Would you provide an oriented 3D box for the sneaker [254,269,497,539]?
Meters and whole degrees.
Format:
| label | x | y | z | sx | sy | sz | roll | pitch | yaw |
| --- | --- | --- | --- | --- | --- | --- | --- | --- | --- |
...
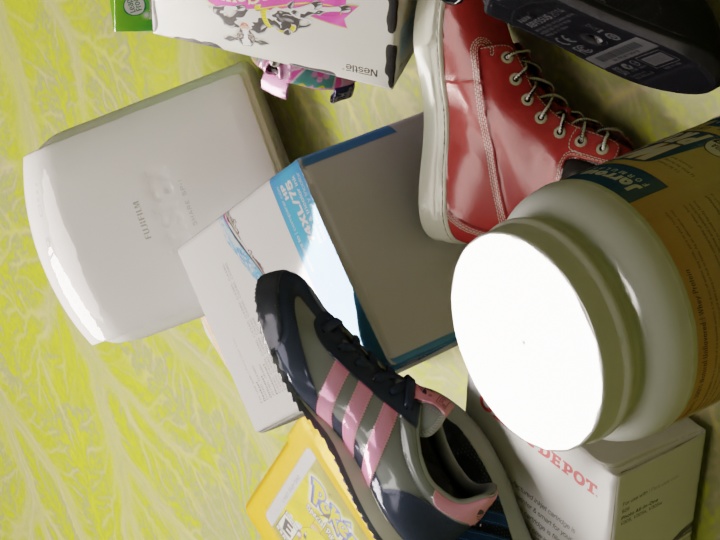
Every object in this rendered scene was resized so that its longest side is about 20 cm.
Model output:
| label | x | y | z | sx | sy | sz | roll | pitch | yaw |
| --- | --- | --- | --- | --- | --- | --- | --- | --- | --- |
| sneaker | 0.012 | 0.076 | 1.394 | 0.082 | 0.070 | 0.201 | -28 | 98 | 24 |

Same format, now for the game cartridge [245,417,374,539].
| label | x | y | z | sx | sy | sz | roll | pitch | yaw |
| --- | --- | --- | --- | --- | --- | --- | --- | --- | --- |
| game cartridge | -0.010 | 0.205 | 1.780 | 0.177 | 0.032 | 0.200 | 56 | 147 | 19 |

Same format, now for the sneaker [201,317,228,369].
| label | x | y | z | sx | sy | sz | roll | pitch | yaw |
| --- | --- | --- | --- | --- | --- | --- | --- | --- | --- |
| sneaker | -0.108 | 0.011 | 1.772 | 0.080 | 0.073 | 0.201 | -30 | 83 | 60 |

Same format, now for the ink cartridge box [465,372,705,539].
| label | x | y | z | sx | sy | sz | roll | pitch | yaw |
| --- | --- | --- | --- | --- | --- | --- | --- | --- | --- |
| ink cartridge box | 0.138 | 0.158 | 1.478 | 0.146 | 0.084 | 0.201 | 38 | 137 | 40 |

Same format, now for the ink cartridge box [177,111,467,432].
| label | x | y | z | sx | sy | sz | roll | pitch | yaw |
| --- | --- | --- | --- | --- | --- | --- | --- | --- | --- |
| ink cartridge box | 0.000 | 0.000 | 1.534 | 0.200 | 0.146 | 0.147 | -31 | 82 | 57 |

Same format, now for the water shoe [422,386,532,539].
| label | x | y | z | sx | sy | sz | roll | pitch | yaw |
| --- | --- | --- | --- | --- | --- | --- | --- | --- | --- |
| water shoe | 0.059 | 0.167 | 1.448 | 0.201 | 0.079 | 0.072 | 61 | 148 | 14 |

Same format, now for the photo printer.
| label | x | y | z | sx | sy | sz | roll | pitch | yaw |
| --- | --- | --- | --- | --- | --- | --- | --- | --- | --- |
| photo printer | -0.145 | -0.044 | 1.689 | 0.069 | 0.199 | 0.167 | -31 | -79 | -81 |

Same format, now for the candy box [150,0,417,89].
| label | x | y | z | sx | sy | sz | roll | pitch | yaw |
| --- | --- | --- | --- | --- | --- | --- | --- | --- | --- |
| candy box | -0.043 | -0.224 | 1.391 | 0.167 | 0.072 | 0.201 | 14 | 134 | 14 |

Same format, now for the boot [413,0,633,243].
| label | x | y | z | sx | sy | sz | roll | pitch | yaw |
| --- | --- | --- | --- | --- | --- | --- | --- | --- | --- |
| boot | 0.108 | -0.112 | 1.390 | 0.144 | 0.072 | 0.201 | 4 | 103 | 33 |

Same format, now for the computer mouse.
| label | x | y | z | sx | sy | sz | roll | pitch | yaw |
| --- | --- | --- | --- | --- | --- | --- | --- | --- | --- |
| computer mouse | 0.123 | -0.159 | 1.262 | 0.138 | 0.199 | 0.053 | -10 | 59 | 66 |

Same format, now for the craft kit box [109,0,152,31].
| label | x | y | z | sx | sy | sz | roll | pitch | yaw |
| --- | --- | --- | --- | --- | --- | --- | --- | --- | --- |
| craft kit box | -0.163 | -0.302 | 1.617 | 0.200 | 0.048 | 0.198 | -106 | 13 | -56 |

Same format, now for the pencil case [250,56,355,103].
| label | x | y | z | sx | sy | sz | roll | pitch | yaw |
| --- | --- | --- | --- | --- | --- | --- | --- | --- | --- |
| pencil case | -0.025 | -0.210 | 1.504 | 0.087 | 0.087 | 0.201 | 45 | 140 | 32 |

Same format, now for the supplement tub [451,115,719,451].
| label | x | y | z | sx | sy | sz | roll | pitch | yaw |
| --- | --- | --- | --- | --- | --- | --- | --- | --- | --- |
| supplement tub | 0.163 | 0.006 | 1.241 | 0.144 | 0.199 | 0.145 | 33 | 133 | 43 |
